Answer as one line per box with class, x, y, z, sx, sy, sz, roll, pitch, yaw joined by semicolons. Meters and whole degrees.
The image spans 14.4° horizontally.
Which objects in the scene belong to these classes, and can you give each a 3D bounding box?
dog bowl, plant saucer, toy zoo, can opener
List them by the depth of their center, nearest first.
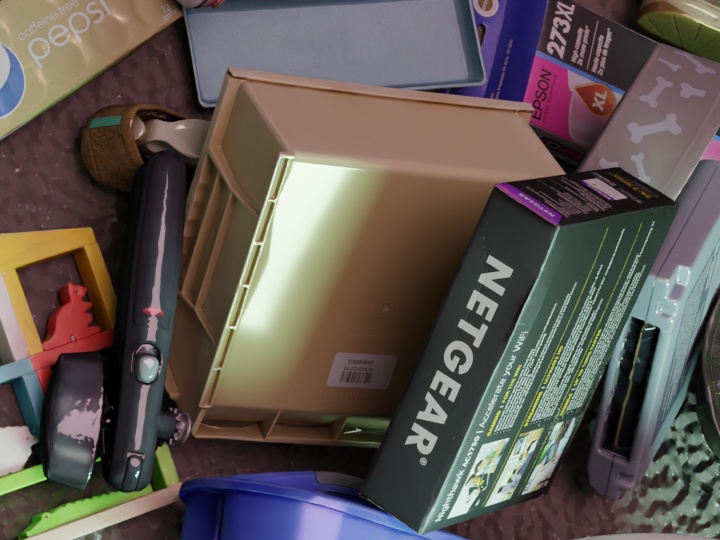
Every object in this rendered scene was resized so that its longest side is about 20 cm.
can opener;-0.126;0.029;1.622;0.078;0.063;0.201;15;81;-24
toy zoo;-0.191;0.058;1.640;0.131;0.020;0.200;-17;87;-30
dog bowl;0.160;-0.051;1.744;0.059;0.200;0.200;32;63;3
plant saucer;-0.017;-0.140;1.778;0.200;0.019;0.070;-6;80;-27

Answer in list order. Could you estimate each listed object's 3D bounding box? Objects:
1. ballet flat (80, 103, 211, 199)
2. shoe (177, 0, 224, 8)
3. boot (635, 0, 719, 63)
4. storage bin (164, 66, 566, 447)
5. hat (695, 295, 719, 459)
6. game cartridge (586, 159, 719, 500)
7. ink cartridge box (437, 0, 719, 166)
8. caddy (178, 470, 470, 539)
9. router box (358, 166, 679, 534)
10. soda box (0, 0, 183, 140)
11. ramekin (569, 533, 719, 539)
ballet flat;-0.069;-0.057;1.704;0.200;0.072;0.068;21;67;-22
shoe;-0.046;-0.203;1.730;0.091;0.071;0.200;42;38;-15
boot;0.286;-0.198;1.932;0.200;0.072;0.155;21;66;-22
storage bin;0.000;0.000;1.666;0.200;0.094;0.199;5;119;-27
hat;0.274;0.087;1.843;0.200;0.081;0.201;12;69;-34
game cartridge;0.189;0.033;1.752;0.041;0.200;0.133;25;47;16
ink cartridge box;0.150;-0.117;1.860;0.200;0.037;0.095;22;69;-20
caddy;-0.014;0.170;1.639;0.200;0.141;0.105;20;74;-23
router box;0.091;0.043;1.605;0.051;0.200;0.149;32;21;25
soda box;-0.203;-0.120;1.654;0.200;0.064;0.068;-37;96;-29
ramekin;0.164;0.227;1.691;0.200;0.200;0.098;12;65;-25
